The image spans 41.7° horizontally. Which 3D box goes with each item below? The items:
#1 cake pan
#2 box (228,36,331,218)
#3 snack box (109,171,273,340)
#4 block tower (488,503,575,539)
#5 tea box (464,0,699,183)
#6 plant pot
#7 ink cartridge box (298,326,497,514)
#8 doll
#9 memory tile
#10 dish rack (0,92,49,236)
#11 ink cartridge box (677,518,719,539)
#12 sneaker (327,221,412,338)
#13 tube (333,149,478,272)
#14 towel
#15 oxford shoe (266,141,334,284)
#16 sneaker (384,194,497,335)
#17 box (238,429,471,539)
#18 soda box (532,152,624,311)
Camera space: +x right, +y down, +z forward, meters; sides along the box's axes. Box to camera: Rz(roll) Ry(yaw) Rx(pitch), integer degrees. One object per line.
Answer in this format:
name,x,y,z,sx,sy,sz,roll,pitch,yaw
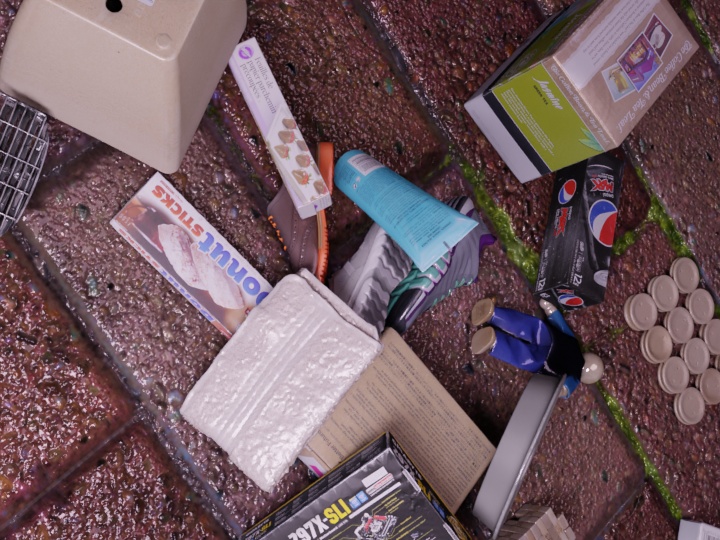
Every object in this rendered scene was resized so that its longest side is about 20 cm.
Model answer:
cake pan,0.179,0.204,1.074,0.036,0.201,0.203,24,68,15
box,-0.089,-0.154,1.017,0.038,0.042,0.203,-24,76,-5
snack box,-0.169,-0.007,1.001,0.200,0.024,0.072,46,64,-14
block tower,0.163,0.354,1.107,0.199,0.058,0.055,-36,99,-28
tea box,0.269,-0.238,1.163,0.134,0.196,0.200,49,65,-12
plant pot,-0.219,-0.248,0.904,0.197,0.177,0.203,26,71,-10
ink cartridge box,0.034,0.193,1.050,0.201,0.075,0.165,49,66,-14
doll,0.229,0.093,1.178,0.197,0.048,0.139,23,52,-24
memory tile,0.452,0.097,1.313,0.152,0.017,0.203,-34,99,-27
dish rack,-0.400,-0.121,0.883,0.197,0.054,0.156,25,74,-24
ink cartridge box,0.501,0.450,1.275,0.197,0.043,0.177,23,74,-23
sneaker,0.000,0.000,1.062,0.076,0.080,0.202,63,39,-37
tube,0.040,-0.071,1.025,0.077,0.200,0.051,-43,134,-5
towel,-0.079,0.108,0.966,0.132,0.034,0.201,38,87,15
oxford shoe,-0.069,-0.042,1.045,0.071,0.071,0.205,4,78,-4
sneaker,0.100,0.010,1.113,0.087,0.074,0.202,42,66,-21
box,-0.003,0.287,0.974,0.199,0.049,0.161,-37,101,9
soda box,0.281,-0.056,1.205,0.062,0.070,0.204,24,67,-23
